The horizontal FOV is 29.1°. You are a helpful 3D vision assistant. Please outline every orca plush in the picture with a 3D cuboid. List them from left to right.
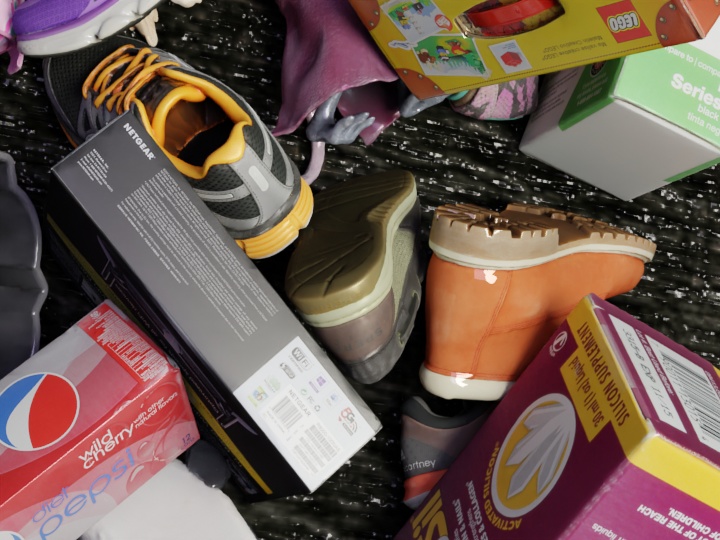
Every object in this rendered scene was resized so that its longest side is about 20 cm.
[{"bbox_3d":[-0.136,0.141,0.756,0.197,0.072,0.106,16,48,12],"label":"orca plush"}]

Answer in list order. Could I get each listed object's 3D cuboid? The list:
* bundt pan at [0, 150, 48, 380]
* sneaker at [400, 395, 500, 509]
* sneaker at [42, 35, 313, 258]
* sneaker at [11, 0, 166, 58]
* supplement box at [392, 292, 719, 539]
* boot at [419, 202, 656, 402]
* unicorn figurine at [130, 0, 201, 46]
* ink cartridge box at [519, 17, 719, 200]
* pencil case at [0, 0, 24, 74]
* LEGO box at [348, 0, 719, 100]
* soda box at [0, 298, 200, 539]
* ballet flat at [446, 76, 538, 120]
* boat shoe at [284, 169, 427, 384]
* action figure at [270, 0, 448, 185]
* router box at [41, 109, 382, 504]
[{"bbox_3d":[-0.254,0.013,0.703,0.075,0.201,0.205,5,78,31],"label":"bundt pan"},{"bbox_3d":[0.115,0.083,0.815,0.197,0.077,0.083,-11,78,-14],"label":"sneaker"},{"bbox_3d":[-0.107,-0.086,0.759,0.199,0.077,0.079,32,75,29],"label":"sneaker"},{"bbox_3d":[-0.113,-0.190,0.738,0.199,0.081,0.084,-38,102,13],"label":"sneaker"},{"bbox_3d":[0.108,0.137,0.710,0.102,0.131,0.201,28,111,-20],"label":"supplement box"},{"bbox_3d":[0.100,0.018,0.798,0.199,0.074,0.109,-5,107,-49],"label":"boot"},{"bbox_3d":[-0.136,-0.238,0.780,0.136,0.074,0.203,10,91,-25],"label":"unicorn figurine"},{"bbox_3d":[0.184,-0.159,0.824,0.083,0.146,0.203,23,79,-10],"label":"ink cartridge box"},{"bbox_3d":[-0.227,-0.213,0.779,0.086,0.087,0.203,-1,82,-12],"label":"pencil case"},{"bbox_3d":[0.110,-0.175,0.707,0.077,0.199,0.149,50,61,-24],"label":"LEGO box"},{"bbox_3d":[-0.177,0.108,0.689,0.199,0.071,0.063,-39,56,-23],"label":"soda box"},{"bbox_3d":[0.093,-0.191,0.858,0.070,0.069,0.203,7,84,-29],"label":"ballet flat"},{"bbox_3d":[0.001,0.000,0.756,0.071,0.201,0.067,-14,108,10],"label":"boat shoe"},{"bbox_3d":[-0.027,-0.169,0.826,0.149,0.133,0.201,-39,75,28],"label":"action figure"},{"bbox_3d":[-0.087,0.029,0.735,0.052,0.157,0.201,-39,92,-19],"label":"router box"}]
